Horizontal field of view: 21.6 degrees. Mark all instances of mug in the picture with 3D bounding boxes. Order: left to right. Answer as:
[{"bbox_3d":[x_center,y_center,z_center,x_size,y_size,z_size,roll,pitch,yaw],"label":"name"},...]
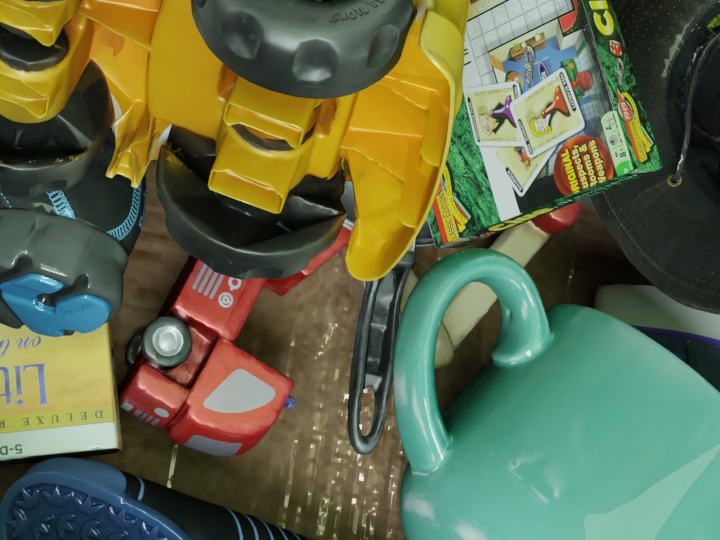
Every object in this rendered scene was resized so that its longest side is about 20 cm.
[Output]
[{"bbox_3d":[0.077,0.098,0.747,0.185,0.152,0.114,41,73,18],"label":"mug"}]

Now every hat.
[{"bbox_3d":[0.186,-0.055,0.771,0.081,0.199,0.202,40,66,-50],"label":"hat"}]

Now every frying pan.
[{"bbox_3d":[0.003,-0.037,0.759,0.114,0.031,0.191,32,69,-8],"label":"frying pan"}]

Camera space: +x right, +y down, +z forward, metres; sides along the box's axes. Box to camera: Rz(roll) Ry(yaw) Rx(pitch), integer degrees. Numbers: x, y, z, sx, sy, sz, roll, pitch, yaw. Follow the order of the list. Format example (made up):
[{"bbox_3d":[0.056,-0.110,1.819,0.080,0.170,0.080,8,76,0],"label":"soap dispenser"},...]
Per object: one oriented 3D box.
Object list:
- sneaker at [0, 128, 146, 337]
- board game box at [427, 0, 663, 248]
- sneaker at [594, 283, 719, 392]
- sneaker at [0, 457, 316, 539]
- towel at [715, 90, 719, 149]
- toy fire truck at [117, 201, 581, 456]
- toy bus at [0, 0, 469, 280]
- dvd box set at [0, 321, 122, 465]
[{"bbox_3d":[-0.177,-0.039,0.701,0.198,0.073,0.083,18,62,-5],"label":"sneaker"},{"bbox_3d":[0.042,-0.118,0.716,0.023,0.104,0.202,-11,82,-42],"label":"board game box"},{"bbox_3d":[0.180,0.094,0.797,0.198,0.081,0.148,15,92,17],"label":"sneaker"},{"bbox_3d":[-0.048,0.130,0.739,0.199,0.078,0.070,35,110,-7],"label":"sneaker"},{"bbox_3d":[0.170,-0.116,0.862,0.112,0.049,0.200,41,72,-5],"label":"towel"},{"bbox_3d":[0.000,0.000,0.790,0.140,0.049,0.201,30,73,-9],"label":"toy fire truck"},{"bbox_3d":[-0.051,-0.119,0.658,0.198,0.136,0.193,18,57,-2],"label":"toy bus"},{"bbox_3d":[-0.174,-0.021,0.741,0.145,0.029,0.202,-5,82,-5],"label":"dvd box set"}]
